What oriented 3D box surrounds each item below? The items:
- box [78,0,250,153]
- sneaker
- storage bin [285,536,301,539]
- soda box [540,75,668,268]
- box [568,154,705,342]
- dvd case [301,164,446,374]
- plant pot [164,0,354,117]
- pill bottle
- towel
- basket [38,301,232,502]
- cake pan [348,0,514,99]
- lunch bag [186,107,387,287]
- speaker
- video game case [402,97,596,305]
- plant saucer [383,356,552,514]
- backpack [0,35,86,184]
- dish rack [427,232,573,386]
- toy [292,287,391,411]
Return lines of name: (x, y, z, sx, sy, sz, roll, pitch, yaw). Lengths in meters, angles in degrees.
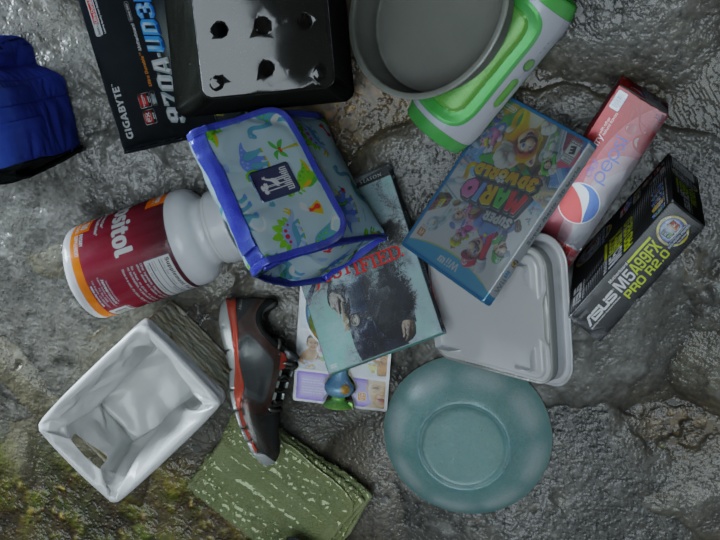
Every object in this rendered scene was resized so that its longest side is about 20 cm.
box: (-0.216, -0.246, 1.665, 0.158, 0.046, 0.201, -11, 104, 14)
sneaker: (-0.109, 0.124, 1.720, 0.082, 0.077, 0.201, -12, 87, 4)
storage bin: (-0.087, 0.423, 1.764, 0.145, 0.134, 0.200, 28, 132, 2)
soda box: (0.252, -0.106, 1.596, 0.063, 0.070, 0.200, 31, 109, 1)
box: (0.285, -0.027, 1.543, 0.044, 0.200, 0.160, 39, 111, -3)
dvd case: (0.000, 0.000, 1.668, 0.146, 0.022, 0.201, -20, 78, 18)
plant pot: (-0.104, -0.259, 1.540, 0.199, 0.177, 0.201, -6, 102, -5)
pill bottle: (-0.230, -0.026, 1.698, 0.199, 0.113, 0.113, -19, 101, 15)
towel: (-0.098, 0.268, 1.797, 0.200, 0.036, 0.149, 35, 111, -1)
basket: (-0.255, 0.149, 1.749, 0.136, 0.123, 0.200, 46, 110, -4)
cake pan: (0.078, -0.273, 1.553, 0.200, 0.037, 0.201, -8, 77, 35)
lunch bag: (-0.087, -0.077, 1.580, 0.127, 0.200, 0.170, -35, 75, 30)
speaker: (0.139, -0.224, 1.576, 0.088, 0.088, 0.200, 39, 108, -1)
video game case: (0.145, -0.078, 1.580, 0.143, 0.018, 0.200, 37, 95, 43)
plant saucer: (0.122, 0.199, 1.729, 0.200, 0.039, 0.202, 3, 107, 11)
backpack: (-0.432, -0.170, 1.652, 0.162, 0.200, 0.168, -15, 103, 16)
dish rack: (0.142, 0.037, 1.617, 0.200, 0.043, 0.172, 12, 112, 47)
toy: (-0.021, 0.068, 1.716, 0.115, 0.047, 0.201, 6, 108, 9)
